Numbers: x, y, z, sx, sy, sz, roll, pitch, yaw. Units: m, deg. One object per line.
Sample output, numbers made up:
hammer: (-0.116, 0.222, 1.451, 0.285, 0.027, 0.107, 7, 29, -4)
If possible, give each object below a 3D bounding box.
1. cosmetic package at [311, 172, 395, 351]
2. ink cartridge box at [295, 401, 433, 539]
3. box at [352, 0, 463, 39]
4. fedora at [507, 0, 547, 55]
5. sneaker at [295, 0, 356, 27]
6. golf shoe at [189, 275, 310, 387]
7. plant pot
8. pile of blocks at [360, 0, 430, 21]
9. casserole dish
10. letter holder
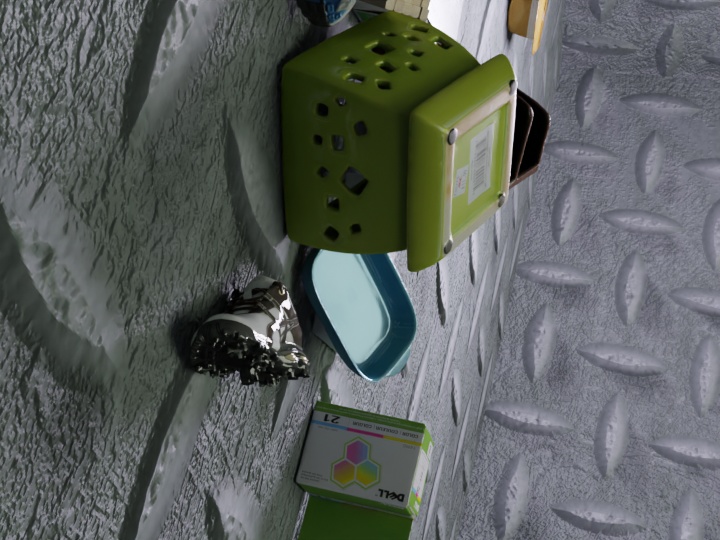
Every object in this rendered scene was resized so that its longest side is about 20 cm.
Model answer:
cosmetic package: (0.000, 0.000, 1.301, 0.151, 0.051, 0.203, 49, 52, -68)
ink cartridge box: (-0.005, 0.279, 1.259, 0.076, 0.145, 0.203, 67, 35, -63)
box: (0.071, -0.363, 1.263, 0.200, 0.095, 0.180, 21, 79, -76)
fedora: (0.379, -0.591, 2.354, 0.201, 0.080, 0.204, 11, 90, -81)
sneaker: (-0.017, -0.334, 1.001, 0.087, 0.074, 0.204, -20, 119, -82)
golf shoe: (-0.102, 0.048, 0.926, 0.200, 0.076, 0.096, 47, 36, -74)
plant pot: (0.048, -0.127, 1.053, 0.198, 0.180, 0.203, -37, 138, -42)
pile of blocks: (0.015, -0.303, 1.055, 0.200, 0.081, 0.063, -130, -126, -65)
casserole dish: (-0.004, 0.034, 1.188, 0.121, 0.038, 0.202, -47, 121, -34)
letter holder: (0.110, -0.198, 1.167, 0.100, 0.199, 0.144, -31, 145, -37)
